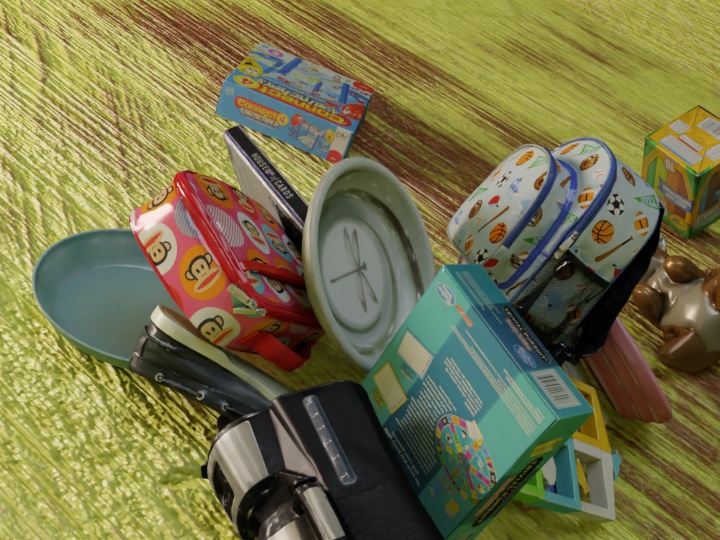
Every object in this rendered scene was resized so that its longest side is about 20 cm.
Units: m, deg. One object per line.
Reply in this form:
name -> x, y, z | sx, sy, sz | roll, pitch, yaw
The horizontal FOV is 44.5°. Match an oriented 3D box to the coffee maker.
coffee maker -> 0.002, 0.192, 0.638 | 0.191, 0.135, 0.200 | 9, 33, -33

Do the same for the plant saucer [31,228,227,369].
plant saucer -> -0.207, 0.033, 0.828 | 0.199, 0.036, 0.200 | 17, 31, -11

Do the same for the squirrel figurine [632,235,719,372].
squirrel figurine -> 0.432, 0.038, 1.175 | 0.199, 0.142, 0.187 | 19, 18, -35

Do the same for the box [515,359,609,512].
box -> 0.185, 0.133, 0.871 | 0.200, 0.041, 0.120 | -31, 95, -51

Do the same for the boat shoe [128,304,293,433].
boat shoe -> -0.108, 0.111, 0.742 | 0.199, 0.066, 0.074 | 39, -1, -26

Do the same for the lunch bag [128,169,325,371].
lunch bag -> -0.101, 0.011, 0.783 | 0.177, 0.082, 0.200 | 56, 12, 18

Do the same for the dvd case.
dvd case -> -0.077, -0.044, 0.931 | 0.025, 0.151, 0.200 | -29, 52, -14

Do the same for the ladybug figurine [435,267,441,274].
ladybug figurine -> 0.095, 0.073, 0.922 | 0.135, 0.072, 0.200 | 30, 31, -2

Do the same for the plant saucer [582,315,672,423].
plant saucer -> 0.265, 0.084, 0.962 | 0.201, 0.051, 0.201 | 57, 7, -11

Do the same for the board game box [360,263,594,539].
board game box -> 0.070, 0.118, 0.701 | 0.047, 0.200, 0.151 | -1, 45, -41

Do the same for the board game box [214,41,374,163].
board game box -> -0.092, -0.254, 1.316 | 0.199, 0.056, 0.196 | 22, 31, -3

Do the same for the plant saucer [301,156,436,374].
plant saucer -> 0.000, 0.000, 0.802 | 0.050, 0.201, 0.200 | -12, 13, 33

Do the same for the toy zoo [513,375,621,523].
toy zoo -> 0.182, 0.155, 0.806 | 0.200, 0.020, 0.132 | 25, 52, -41

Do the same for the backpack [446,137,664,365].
backpack -> 0.189, -0.040, 0.865 | 0.154, 0.190, 0.200 | 42, 8, -25

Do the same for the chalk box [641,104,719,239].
chalk box -> 0.559, -0.149, 1.486 | 0.123, 0.201, 0.124 | -30, 50, -13
